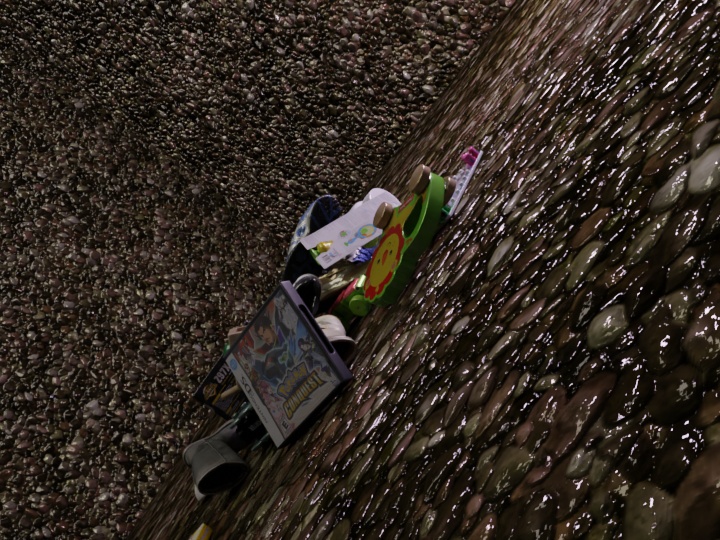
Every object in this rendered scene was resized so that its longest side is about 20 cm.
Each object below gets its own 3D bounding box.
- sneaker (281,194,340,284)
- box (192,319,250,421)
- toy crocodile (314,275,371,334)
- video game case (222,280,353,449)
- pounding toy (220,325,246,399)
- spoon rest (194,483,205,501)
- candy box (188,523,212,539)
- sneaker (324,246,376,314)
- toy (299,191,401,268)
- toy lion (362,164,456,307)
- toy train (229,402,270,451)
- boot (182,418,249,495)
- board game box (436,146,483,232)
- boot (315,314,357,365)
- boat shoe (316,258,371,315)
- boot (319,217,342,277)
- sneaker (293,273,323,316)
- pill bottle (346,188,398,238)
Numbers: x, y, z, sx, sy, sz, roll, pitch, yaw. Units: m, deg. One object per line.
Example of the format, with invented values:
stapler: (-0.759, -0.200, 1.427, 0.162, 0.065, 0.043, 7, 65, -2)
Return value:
sneaker: (-0.099, -0.052, 1.393, 0.201, 0.075, 0.077, -64, 19, -7)
box: (-0.240, 0.234, 1.524, 0.201, 0.159, 0.049, -56, 6, -8)
toy crocodile: (-0.020, 0.060, 1.284, 0.200, 0.062, 0.068, -47, 9, 43)
video game case: (-0.118, 0.148, 1.081, 0.025, 0.181, 0.200, -11, -31, -49)
pounding toy: (-0.189, 0.176, 1.376, 0.199, 0.143, 0.184, -11, 1, -9)
spoon rest: (-0.322, 0.447, 1.525, 0.100, 0.060, 0.200, -56, -6, -28)
candy box: (-0.328, 0.531, 1.207, 0.200, 0.026, 0.102, -51, 5, 23)
sneaker: (0.000, 0.001, 1.438, 0.115, 0.080, 0.200, -33, 25, 55)
toy: (-0.003, -0.068, 1.334, 0.199, 0.047, 0.115, -28, 40, -14)
toy lion: (0.066, -0.042, 1.121, 0.200, 0.068, 0.193, -43, 29, 54)
toy train: (-0.162, 0.248, 1.271, 0.114, 0.085, 0.200, -47, 1, -42)
boot: (-0.253, 0.353, 1.363, 0.181, 0.073, 0.200, -29, 6, -24)
board game box: (0.128, -0.108, 1.262, 0.200, 0.026, 0.200, -47, 10, 49)
boot: (-0.105, 0.148, 1.145, 0.199, 0.072, 0.155, -28, 15, -7)
boat shoe: (-0.035, 0.013, 1.327, 0.199, 0.067, 0.074, -28, -21, 8)
boot: (-0.071, -0.002, 1.422, 0.200, 0.068, 0.131, -46, 29, 28)
sneaker: (-0.122, 0.093, 1.247, 0.201, 0.066, 0.090, -65, 5, -10)
pill bottle: (0.007, -0.086, 1.618, 0.200, 0.113, 0.114, -49, 8, 36)
